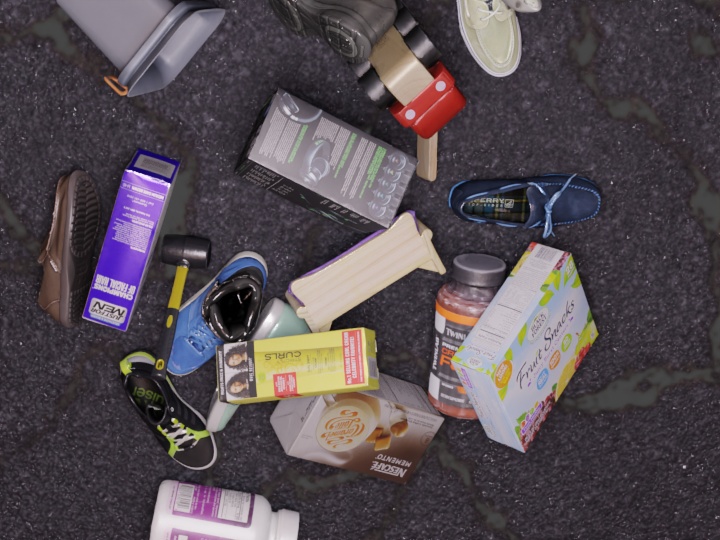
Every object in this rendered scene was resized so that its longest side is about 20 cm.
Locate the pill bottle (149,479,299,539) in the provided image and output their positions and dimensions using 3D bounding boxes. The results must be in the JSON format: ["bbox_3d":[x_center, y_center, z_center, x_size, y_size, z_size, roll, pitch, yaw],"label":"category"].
[{"bbox_3d":[-0.187,0.359,1.630,0.196,0.113,0.114,11,109,-6],"label":"pill bottle"}]

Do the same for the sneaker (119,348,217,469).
[{"bbox_3d":[-0.265,0.198,1.586,0.071,0.083,0.201,-31,107,9],"label":"sneaker"}]

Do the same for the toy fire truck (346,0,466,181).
[{"bbox_3d":[0.069,-0.200,1.424,0.128,0.177,0.200,-41,121,11],"label":"toy fire truck"}]

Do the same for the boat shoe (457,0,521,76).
[{"bbox_3d":[0.147,-0.328,1.432,0.071,0.062,0.203,-19,109,4],"label":"boat shoe"}]

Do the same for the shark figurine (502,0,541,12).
[{"bbox_3d":[0.194,-0.354,1.390,0.127,0.215,0.090,20,139,24],"label":"shark figurine"}]

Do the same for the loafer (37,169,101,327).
[{"bbox_3d":[-0.381,-0.030,1.507,0.070,0.073,0.204,12,101,17],"label":"loafer"}]

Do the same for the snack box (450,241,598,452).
[{"bbox_3d":[0.211,0.097,1.495,0.201,0.067,0.170,-53,138,-25],"label":"snack box"}]

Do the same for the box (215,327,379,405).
[{"bbox_3d":[-0.078,0.119,1.453,0.196,0.050,0.077,-7,79,17],"label":"box"}]

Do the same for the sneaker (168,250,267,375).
[{"bbox_3d":[-0.193,0.071,1.530,0.077,0.111,0.200,41,103,-15],"label":"sneaker"}]

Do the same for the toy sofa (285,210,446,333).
[{"bbox_3d":[0.000,0.000,1.509,0.198,0.083,0.098,-32,111,-4],"label":"toy sofa"}]

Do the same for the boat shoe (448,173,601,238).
[{"bbox_3d":[0.214,-0.076,1.518,0.196,0.069,0.086,-6,110,0],"label":"boat shoe"}]

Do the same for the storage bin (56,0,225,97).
[{"bbox_3d":[-0.263,-0.291,1.369,0.134,0.200,0.146,42,103,-4],"label":"storage bin"}]

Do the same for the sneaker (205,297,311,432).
[{"bbox_3d":[-0.119,0.150,1.575,0.117,0.074,0.202,32,98,-13],"label":"sneaker"}]

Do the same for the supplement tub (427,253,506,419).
[{"bbox_3d":[0.146,0.084,1.551,0.105,0.107,0.204,2,109,-3],"label":"supplement tub"}]

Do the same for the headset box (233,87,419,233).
[{"bbox_3d":[-0.040,-0.123,1.427,0.198,0.174,0.094,26,85,-10],"label":"headset box"}]

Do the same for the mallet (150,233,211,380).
[{"bbox_3d":[-0.244,0.041,1.494,0.065,0.203,0.041,14,151,4],"label":"mallet"}]

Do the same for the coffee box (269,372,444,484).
[{"bbox_3d":[-0.004,0.196,1.562,0.198,0.080,0.115,21,109,-34],"label":"coffee box"}]

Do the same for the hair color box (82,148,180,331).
[{"bbox_3d":[-0.288,-0.040,1.490,0.064,0.110,0.203,16,107,-7],"label":"hair color box"}]

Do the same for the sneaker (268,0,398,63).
[{"bbox_3d":[-0.037,-0.317,1.394,0.091,0.199,0.076,-44,150,-18],"label":"sneaker"}]
